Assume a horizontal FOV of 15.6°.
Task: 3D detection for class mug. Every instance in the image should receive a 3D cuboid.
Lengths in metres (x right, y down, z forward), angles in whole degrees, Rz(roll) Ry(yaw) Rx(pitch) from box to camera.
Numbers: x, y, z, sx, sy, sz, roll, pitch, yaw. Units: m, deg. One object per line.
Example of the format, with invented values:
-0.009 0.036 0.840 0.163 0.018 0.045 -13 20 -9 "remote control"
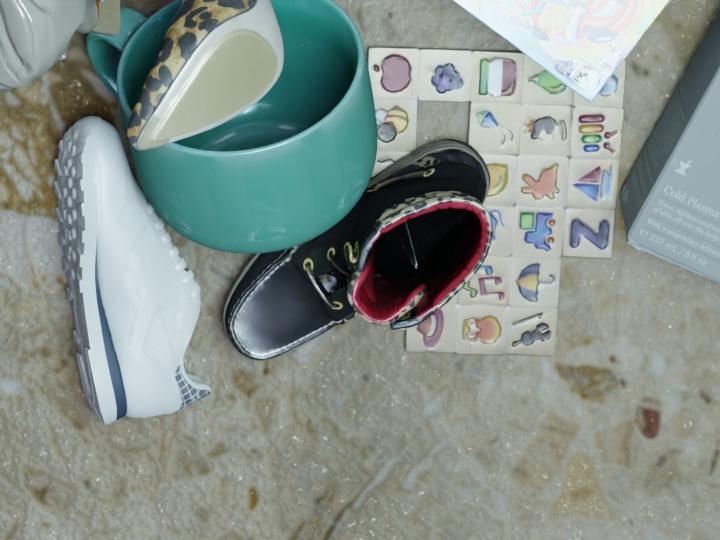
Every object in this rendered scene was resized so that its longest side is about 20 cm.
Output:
-0.071 -0.095 1.611 0.152 0.185 0.115 -20 137 -8 "mug"

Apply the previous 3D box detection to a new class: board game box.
0.144 -0.220 1.565 0.134 0.034 0.200 35 99 -10 "board game box"

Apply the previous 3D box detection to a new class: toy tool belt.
-0.202 -0.207 1.475 0.125 0.123 0.200 -3 113 39 "toy tool belt"

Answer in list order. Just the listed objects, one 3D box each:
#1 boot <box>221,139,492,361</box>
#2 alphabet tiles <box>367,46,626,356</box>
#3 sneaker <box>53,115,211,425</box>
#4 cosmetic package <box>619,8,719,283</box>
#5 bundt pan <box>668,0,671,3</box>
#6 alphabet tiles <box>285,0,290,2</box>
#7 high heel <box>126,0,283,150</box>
0.000 0.000 1.619 0.200 0.151 0.073 -33 103 4 "boot"
0.083 -0.043 1.696 0.167 0.008 0.200 2 104 -4 "alphabet tiles"
-0.146 -0.003 1.665 0.080 0.076 0.200 -10 109 -13 "sneaker"
0.253 -0.096 1.640 0.107 0.090 0.200 23 113 -7 "cosmetic package"
0.137 -0.252 1.613 0.201 0.076 0.202 -1 104 -3 "bundt pan"
-0.037 -0.267 1.590 0.200 0.006 0.167 -31 93 25 "alphabet tiles"
-0.106 -0.158 1.550 0.200 0.142 0.071 -50 144 -20 "high heel"
